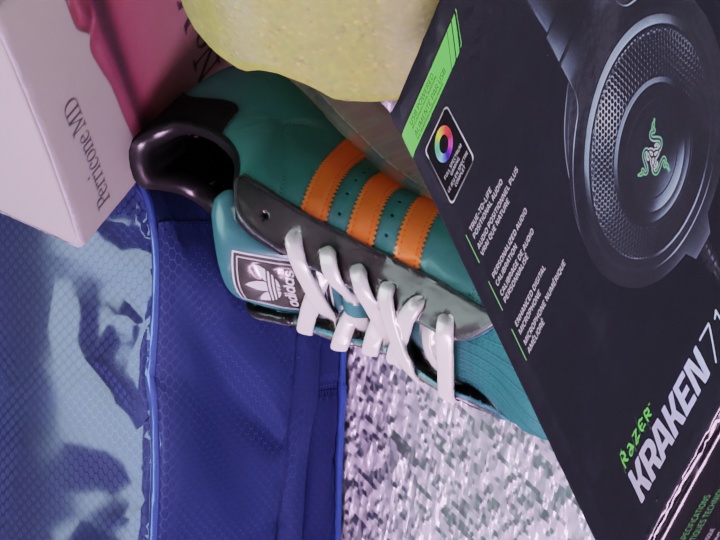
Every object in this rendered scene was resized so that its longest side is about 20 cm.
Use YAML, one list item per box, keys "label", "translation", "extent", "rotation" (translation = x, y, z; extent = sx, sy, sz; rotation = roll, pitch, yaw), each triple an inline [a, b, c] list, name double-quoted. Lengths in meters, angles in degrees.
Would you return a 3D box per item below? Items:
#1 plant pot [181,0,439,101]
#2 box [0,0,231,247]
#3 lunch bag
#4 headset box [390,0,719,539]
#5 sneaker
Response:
- label: "plant pot"
  translation: [0.003, -0.159, 0.770]
  extent: [0.201, 0.200, 0.184]
  rotation: [-117, 17, -44]
- label: "box"
  translation: [-0.094, -0.131, 0.901]
  extent: [0.109, 0.200, 0.128]
  rotation: [23, 152, 25]
- label: "lunch bag"
  translation: [-0.080, 0.047, 0.994]
  extent: [0.136, 0.132, 0.201]
  rotation: [8, 99, 40]
- label: "headset box"
  translation: [0.100, -0.048, 0.666]
  extent: [0.200, 0.093, 0.174]
  rotation: [-113, 35, -41]
- label: "sneaker"
  translation: [0.000, 0.000, 0.844]
  extent: [0.200, 0.080, 0.071]
  rotation: [41, 148, 38]
